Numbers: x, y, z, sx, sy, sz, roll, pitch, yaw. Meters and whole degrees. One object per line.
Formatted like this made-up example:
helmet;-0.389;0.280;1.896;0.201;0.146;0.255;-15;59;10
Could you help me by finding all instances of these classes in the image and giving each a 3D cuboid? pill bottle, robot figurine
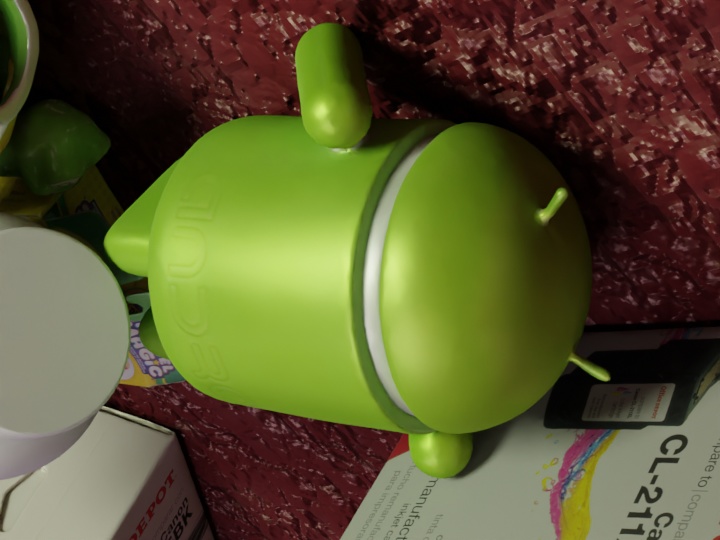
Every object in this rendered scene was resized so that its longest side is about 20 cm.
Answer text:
pill bottle;-0.173;0.035;0.764;0.112;0.112;0.200;44;155;-17
robot figurine;0.000;0.000;0.680;0.199;0.116;0.177;5;126;35

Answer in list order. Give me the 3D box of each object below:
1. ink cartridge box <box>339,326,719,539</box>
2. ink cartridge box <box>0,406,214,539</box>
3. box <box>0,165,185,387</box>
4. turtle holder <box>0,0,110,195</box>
ink cartridge box;0.104;0.099;0.694;0.199;0.146;0.083;-6;129;42
ink cartridge box;-0.151;0.194;1.021;0.082;0.147;0.201;15;143;23
box;-0.170;-0.003;0.881;0.199;0.049;0.118;7;138;37
turtle holder;-0.195;-0.074;0.726;0.131;0.141;0.186;-4;130;33
